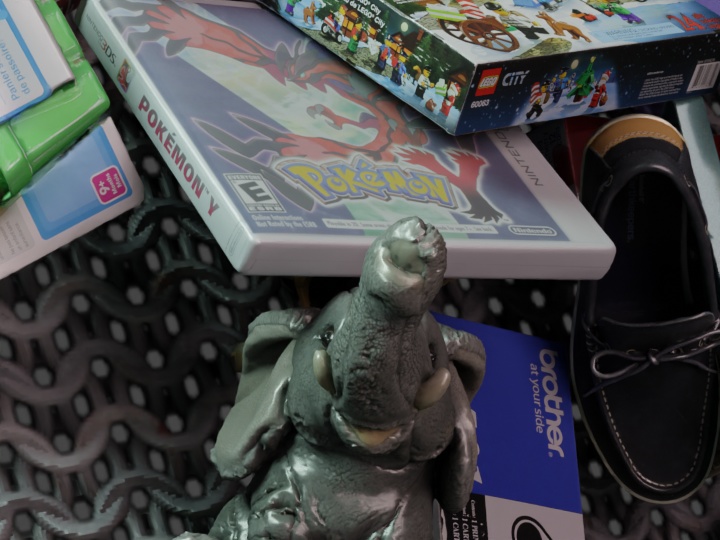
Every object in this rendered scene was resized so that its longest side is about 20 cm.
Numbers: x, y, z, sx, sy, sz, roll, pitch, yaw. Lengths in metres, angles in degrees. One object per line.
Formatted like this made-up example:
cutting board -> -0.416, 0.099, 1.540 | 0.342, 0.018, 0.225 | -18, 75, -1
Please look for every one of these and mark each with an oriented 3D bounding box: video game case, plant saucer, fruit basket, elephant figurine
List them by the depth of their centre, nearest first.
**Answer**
fruit basket -> -0.212, -0.067, 1.111 | 0.200, 0.094, 0.186 | -29, 93, -24
elephant figurine -> 0.002, 0.067, 1.125 | 0.141, 0.155, 0.201 | 7, 99, -43
video game case -> -0.007, -0.061, 1.195 | 0.199, 0.023, 0.182 | 0, 39, -36
plant saucer -> 0.181, 0.010, 1.318 | 0.019, 0.070, 0.201 | -12, 79, 0

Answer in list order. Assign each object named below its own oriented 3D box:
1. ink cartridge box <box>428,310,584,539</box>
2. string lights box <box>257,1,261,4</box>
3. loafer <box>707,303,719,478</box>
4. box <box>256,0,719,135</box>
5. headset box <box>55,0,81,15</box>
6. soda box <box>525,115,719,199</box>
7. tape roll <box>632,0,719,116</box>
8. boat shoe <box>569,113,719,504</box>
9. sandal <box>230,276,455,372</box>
ink cartridge box -> 0.060, 0.126, 1.280 | 0.094, 0.044, 0.201 | 13, 62, -36
string lights box -> -0.004, -0.103, 1.327 | 0.103, 0.059, 0.200 | 51, 48, -3
loafer -> 0.219, 0.032, 1.373 | 0.076, 0.200, 0.068 | 49, 16, 15
box -> 0.067, -0.122, 1.267 | 0.136, 0.038, 0.200 | 37, 32, 32
headset box -> -0.130, -0.210, 1.220 | 0.200, 0.075, 0.149 | -34, 92, -9
soda box -> 0.166, -0.032, 1.416 | 0.199, 0.063, 0.070 | 6, 68, -37
tape roll -> 0.218, -0.161, 1.436 | 0.200, 0.200, 0.066 | -36, 92, -43
boat shoe -> 0.139, 0.026, 1.294 | 0.062, 0.074, 0.201 | -98, -177, -70
sandal -> 0.000, 0.000, 1.267 | 0.200, 0.080, 0.054 | -34, 105, -49
